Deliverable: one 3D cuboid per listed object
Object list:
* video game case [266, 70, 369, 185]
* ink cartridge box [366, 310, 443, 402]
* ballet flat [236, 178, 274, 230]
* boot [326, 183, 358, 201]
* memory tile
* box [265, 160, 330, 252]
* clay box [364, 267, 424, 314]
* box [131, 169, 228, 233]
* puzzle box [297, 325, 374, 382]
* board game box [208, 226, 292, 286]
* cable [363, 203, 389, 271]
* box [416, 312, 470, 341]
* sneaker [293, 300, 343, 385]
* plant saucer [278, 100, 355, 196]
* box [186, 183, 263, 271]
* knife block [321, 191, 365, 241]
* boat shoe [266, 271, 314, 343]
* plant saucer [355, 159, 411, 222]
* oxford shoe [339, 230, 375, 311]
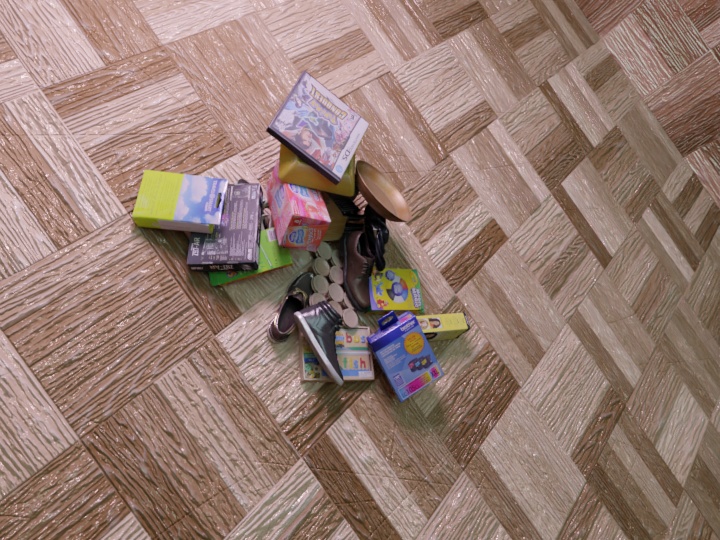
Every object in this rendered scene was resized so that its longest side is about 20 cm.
[{"bbox_3d":[-0.092,-0.327,1.259,0.197,0.025,0.185,35,64,-16],"label":"video game case"},{"bbox_3d":[0.103,0.198,1.374,0.134,0.076,0.205,-29,97,-7],"label":"ink cartridge box"},{"bbox_3d":[-0.247,-0.137,1.355,0.068,0.066,0.207,8,65,-71],"label":"ballet flat"},{"bbox_3d":[-0.074,-0.220,1.453,0.194,0.130,0.070,-7,72,-32],"label":"boot"},{"bbox_3d":[-0.063,0.036,1.399,0.151,0.017,0.206,27,51,-32],"label":"memory tile"},{"bbox_3d":[-0.151,-0.153,1.296,0.100,0.096,0.204,9,41,-29],"label":"box"},{"bbox_3d":[0.096,0.056,1.493,0.194,0.047,0.119,1,71,-29],"label":"clay box"},{"bbox_3d":[-0.400,-0.154,1.244,0.192,0.048,0.126,6,66,-2],"label":"box"},{"bbox_3d":[-0.059,0.203,1.358,0.194,0.025,0.138,5,68,-29],"label":"puzzle box"},{"bbox_3d":[-0.262,-0.033,1.291,0.193,0.030,0.099,-15,77,-8],"label":"board game box"},{"bbox_3d":[0.045,-0.097,1.457,0.049,0.201,0.169,-9,117,-7],"label":"cable"},{"bbox_3d":[0.201,0.156,1.498,0.194,0.075,0.052,-2,63,-30],"label":"box"},{"bbox_3d":[-0.067,0.163,1.289,0.098,0.070,0.204,-32,98,-20],"label":"sneaker"},{"bbox_3d":[-0.090,-0.294,1.294,0.194,0.048,0.208,8,73,-25],"label":"plant saucer"},{"bbox_3d":[-0.310,-0.101,1.276,0.154,0.044,0.207,-2,67,1],"label":"box"},{"bbox_3d":[-0.084,-0.113,1.440,0.199,0.064,0.177,-41,137,-4],"label":"knife block"},{"bbox_3d":[-0.158,0.081,1.328,0.071,0.059,0.203,36,57,-11],"label":"boat shoe"},{"bbox_3d":[0.050,-0.191,1.392,0.199,0.035,0.203,39,25,-21],"label":"plant saucer"},{"bbox_3d":[0.000,0.000,1.400,0.071,0.083,0.208,-6,84,-49],"label":"oxford shoe"}]
